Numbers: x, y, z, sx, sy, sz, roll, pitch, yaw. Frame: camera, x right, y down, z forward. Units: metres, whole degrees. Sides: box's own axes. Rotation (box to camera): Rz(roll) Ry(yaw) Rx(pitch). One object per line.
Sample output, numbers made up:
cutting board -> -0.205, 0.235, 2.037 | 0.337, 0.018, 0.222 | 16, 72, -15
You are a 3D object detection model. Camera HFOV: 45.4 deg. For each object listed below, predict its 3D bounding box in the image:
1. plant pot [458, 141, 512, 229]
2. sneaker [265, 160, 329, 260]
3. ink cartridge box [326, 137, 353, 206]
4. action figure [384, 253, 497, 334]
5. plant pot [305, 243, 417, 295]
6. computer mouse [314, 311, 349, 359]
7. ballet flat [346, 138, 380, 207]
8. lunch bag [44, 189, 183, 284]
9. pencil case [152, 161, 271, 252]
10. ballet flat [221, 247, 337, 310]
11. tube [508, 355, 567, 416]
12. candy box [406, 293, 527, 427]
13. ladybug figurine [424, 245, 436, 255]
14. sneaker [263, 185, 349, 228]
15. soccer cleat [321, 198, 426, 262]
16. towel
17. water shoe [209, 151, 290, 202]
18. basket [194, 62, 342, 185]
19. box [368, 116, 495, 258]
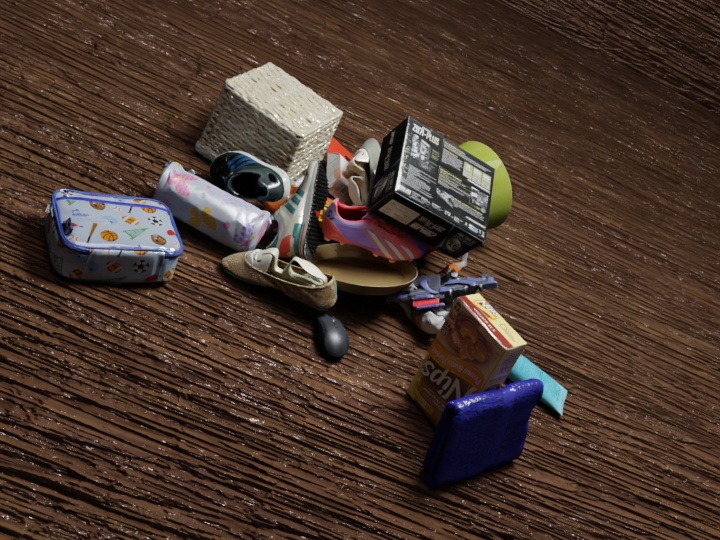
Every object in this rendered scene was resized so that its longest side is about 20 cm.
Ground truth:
plant pot -> 0.172, -0.146, 1.751 | 0.198, 0.188, 0.188 | -22, 58, -31
sneaker -> -0.114, -0.109, 1.497 | 0.092, 0.071, 0.202 | 0, 60, 16
ink cartridge box -> 0.004, -0.179, 1.712 | 0.162, 0.050, 0.201 | 40, 32, -28
action figure -> 0.153, 0.042, 1.532 | 0.197, 0.106, 0.194 | -2, 37, 19
plant pot -> 0.000, 0.000, 1.489 | 0.197, 0.028, 0.200 | 8, 20, -3
computer mouse -> -0.050, 0.067, 1.417 | 0.058, 0.034, 0.201 | 14, 37, -21
ballet flat -> 0.006, -0.174, 1.588 | 0.063, 0.067, 0.202 | 20, 50, -32
lunch bag -> -0.376, -0.056, 1.297 | 0.198, 0.076, 0.161 | 6, 38, -33
pencil case -> -0.250, -0.103, 1.442 | 0.198, 0.084, 0.091 | 29, 30, -2
ballet flat -> -0.127, -0.001, 1.394 | 0.198, 0.066, 0.071 | 20, 31, 0
tube -> 0.282, 0.175, 1.521 | 0.199, 0.051, 0.078 | 36, 38, 0
candy box -> 0.158, 0.150, 1.312 | 0.055, 0.201, 0.116 | -6, 43, -41
ladybug figurine -> 0.117, -0.081, 1.605 | 0.198, 0.137, 0.072 | -27, 48, -20
sneaker -> -0.080, -0.113, 1.571 | 0.198, 0.074, 0.077 | 10, 0, -24
soccer cleat -> 0.029, -0.069, 1.494 | 0.198, 0.077, 0.067 | 14, 42, -13
towel -> 0.181, 0.235, 1.282 | 0.198, 0.149, 0.049 | -7, 30, -41
water shoe -> -0.210, -0.165, 1.502 | 0.198, 0.072, 0.078 | 15, 19, 38
basket -> -0.168, -0.263, 1.641 | 0.199, 0.162, 0.198 | 36, 33, 6
box -> 0.127, -0.142, 1.508 | 0.198, 0.086, 0.165 | 26, 57, -23
